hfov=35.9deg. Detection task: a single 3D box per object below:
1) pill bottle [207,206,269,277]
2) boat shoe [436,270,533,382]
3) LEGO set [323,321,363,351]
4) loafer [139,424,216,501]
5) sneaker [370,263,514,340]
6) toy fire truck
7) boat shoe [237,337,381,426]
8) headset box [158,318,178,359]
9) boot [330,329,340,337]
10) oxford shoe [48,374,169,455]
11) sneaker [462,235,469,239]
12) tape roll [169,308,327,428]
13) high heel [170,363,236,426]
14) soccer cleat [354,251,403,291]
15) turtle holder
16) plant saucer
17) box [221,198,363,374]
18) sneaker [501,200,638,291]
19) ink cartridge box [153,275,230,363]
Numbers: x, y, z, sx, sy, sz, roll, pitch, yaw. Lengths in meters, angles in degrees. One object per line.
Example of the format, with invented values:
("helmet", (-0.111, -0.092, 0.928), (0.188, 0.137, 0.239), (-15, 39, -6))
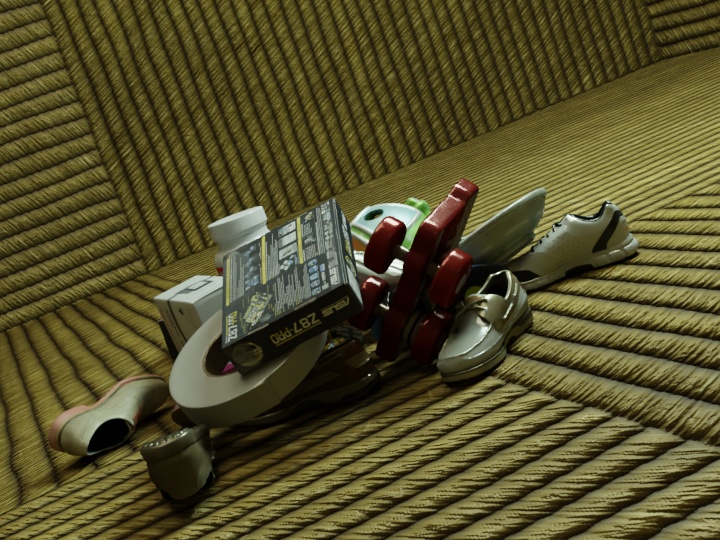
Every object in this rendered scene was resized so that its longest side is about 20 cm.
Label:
("pill bottle", (-0.166, 0.007, 1.781), (0.115, 0.202, 0.116), (-20, 9, 3))
("boat shoe", (0.134, 0.061, 1.254), (0.074, 0.069, 0.200), (-12, 14, 30))
("LEGO set", (-0.061, 0.062, 1.492), (0.152, 0.117, 0.200), (5, 33, 19))
("loafer", (-0.190, 0.204, 1.165), (0.075, 0.068, 0.200), (-18, -6, -2))
("sneaker", (0.104, 0.040, 1.444), (0.199, 0.066, 0.078), (-22, 7, -9))
("toy fire truck", (0.077, 0.005, 1.312), (0.111, 0.201, 0.168), (27, 35, 16))
("boat shoe", (-0.074, 0.126, 1.309), (0.198, 0.074, 0.076), (-17, 10, 17))
("headset box", (-0.242, 0.079, 1.918), (0.147, 0.076, 0.200), (-16, 11, 23))
("boot", (-0.072, 0.053, 1.684), (0.209, 0.080, 0.158), (-9, 18, 5))
("oxford shoe", (-0.321, 0.202, 1.497), (0.073, 0.071, 0.200), (17, 29, 31))
("sneaker", (0.124, -0.010, 1.660), (0.198, 0.072, 0.083), (-17, 13, 23))
("tape roll", (-0.130, 0.096, 1.286), (0.201, 0.037, 0.204), (-24, 31, 16))
("high heel", (-0.156, 0.133, 1.437), (0.199, 0.067, 0.096), (-30, 26, 25))
("soccer cleat", (0.000, 0.000, 1.398), (0.198, 0.078, 0.069), (-11, -10, -22))
("turtle holder", (0.055, -0.040, 1.580), (0.186, 0.131, 0.141), (-54, -13, -16))
("plant saucer", (0.182, -0.033, 1.511), (0.199, 0.050, 0.200), (-36, -7, -5))
("box", (-0.082, 0.013, 1.276), (0.160, 0.049, 0.201), (-26, 31, 9))
("sneaker", (0.261, -0.031, 1.472), (0.198, 0.081, 0.074), (-21, 12, 9))
("ink cartridge box", (-0.206, 0.089, 1.578), (0.083, 0.146, 0.200), (-29, 12, -23))
